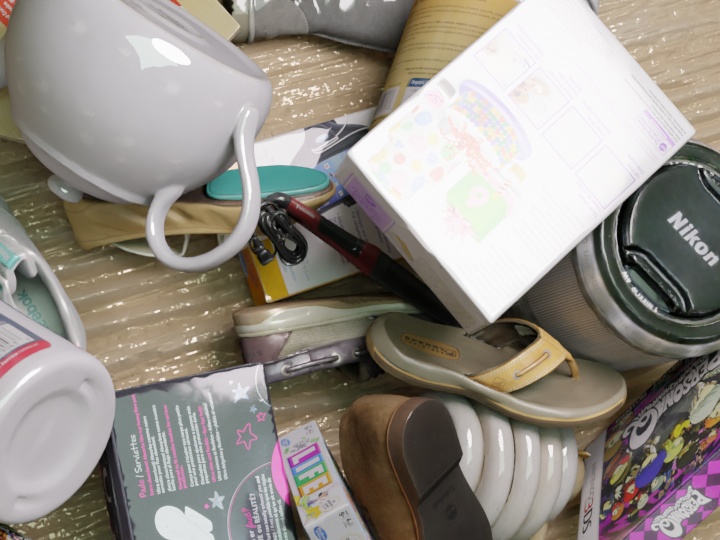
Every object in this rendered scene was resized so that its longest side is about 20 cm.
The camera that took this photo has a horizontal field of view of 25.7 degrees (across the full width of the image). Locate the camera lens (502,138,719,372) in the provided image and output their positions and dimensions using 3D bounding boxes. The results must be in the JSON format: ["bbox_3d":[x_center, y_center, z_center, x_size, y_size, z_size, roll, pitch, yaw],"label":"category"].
[{"bbox_3d":[0.202,-0.007,1.193,0.158,0.200,0.162,3,81,-18],"label":"camera lens"}]

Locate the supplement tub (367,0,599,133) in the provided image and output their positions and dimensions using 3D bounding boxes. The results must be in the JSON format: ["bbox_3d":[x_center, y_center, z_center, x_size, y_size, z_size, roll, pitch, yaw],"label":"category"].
[{"bbox_3d":[0.091,-0.132,1.163,0.144,0.145,0.202,23,77,-14],"label":"supplement tub"}]

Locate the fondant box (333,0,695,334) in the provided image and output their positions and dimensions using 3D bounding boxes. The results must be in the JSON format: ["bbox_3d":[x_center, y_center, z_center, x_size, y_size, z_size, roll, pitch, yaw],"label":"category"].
[{"bbox_3d":[0.103,-0.078,1.051,0.200,0.058,0.145,-41,90,-16],"label":"fondant box"}]

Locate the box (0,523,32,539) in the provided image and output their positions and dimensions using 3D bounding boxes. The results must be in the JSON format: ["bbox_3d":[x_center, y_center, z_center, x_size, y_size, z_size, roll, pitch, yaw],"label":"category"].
[{"bbox_3d":[-0.290,0.243,1.024,0.136,0.038,0.201,33,104,-10],"label":"box"}]

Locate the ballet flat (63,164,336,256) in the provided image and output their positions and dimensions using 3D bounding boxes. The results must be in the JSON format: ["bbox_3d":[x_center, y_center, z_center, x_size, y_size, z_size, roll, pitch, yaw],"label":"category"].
[{"bbox_3d":[-0.115,-0.042,1.146,0.198,0.069,0.064,1,116,6],"label":"ballet flat"}]

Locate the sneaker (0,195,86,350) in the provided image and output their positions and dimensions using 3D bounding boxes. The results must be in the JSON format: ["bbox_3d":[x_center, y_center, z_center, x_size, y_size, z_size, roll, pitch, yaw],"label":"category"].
[{"bbox_3d":[-0.257,-0.013,1.100,0.075,0.088,0.200,-43,96,-18],"label":"sneaker"}]

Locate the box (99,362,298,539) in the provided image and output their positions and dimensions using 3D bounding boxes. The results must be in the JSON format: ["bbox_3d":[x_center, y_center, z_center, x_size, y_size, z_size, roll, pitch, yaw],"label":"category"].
[{"bbox_3d":[-0.114,0.177,1.094,0.114,0.132,0.202,-9,84,-16],"label":"box"}]

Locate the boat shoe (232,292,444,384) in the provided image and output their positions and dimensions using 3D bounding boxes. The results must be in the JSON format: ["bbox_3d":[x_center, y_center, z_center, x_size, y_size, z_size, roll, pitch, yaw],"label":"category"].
[{"bbox_3d":[-0.004,0.051,1.178,0.199,0.072,0.066,-4,92,-35],"label":"boat shoe"}]

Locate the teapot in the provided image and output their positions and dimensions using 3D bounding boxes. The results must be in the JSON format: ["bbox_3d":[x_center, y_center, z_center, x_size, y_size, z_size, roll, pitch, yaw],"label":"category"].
[{"bbox_3d":[-0.163,-0.108,1.067,0.196,0.200,0.147,29,101,-21],"label":"teapot"}]

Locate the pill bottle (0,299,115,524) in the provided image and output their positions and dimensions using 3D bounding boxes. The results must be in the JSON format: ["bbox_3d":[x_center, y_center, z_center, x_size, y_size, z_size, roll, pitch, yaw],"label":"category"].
[{"bbox_3d":[-0.267,0.068,1.026,0.199,0.120,0.120,27,69,31],"label":"pill bottle"}]

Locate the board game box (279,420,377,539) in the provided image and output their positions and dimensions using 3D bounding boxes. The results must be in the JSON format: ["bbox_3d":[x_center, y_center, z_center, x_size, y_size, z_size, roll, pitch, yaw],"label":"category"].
[{"bbox_3d":[0.007,0.217,1.094,0.034,0.135,0.201,-27,112,-2],"label":"board game box"}]

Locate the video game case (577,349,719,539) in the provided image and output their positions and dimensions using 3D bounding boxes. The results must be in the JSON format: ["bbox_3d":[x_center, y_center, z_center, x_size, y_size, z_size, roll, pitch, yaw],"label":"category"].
[{"bbox_3d":[0.234,0.125,1.148,0.036,0.200,0.182,37,27,-8],"label":"video game case"}]

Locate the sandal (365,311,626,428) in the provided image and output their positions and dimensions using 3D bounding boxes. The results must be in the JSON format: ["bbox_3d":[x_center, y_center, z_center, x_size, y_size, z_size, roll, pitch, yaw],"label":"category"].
[{"bbox_3d":[0.103,0.061,1.130,0.198,0.081,0.054,17,119,-9],"label":"sandal"}]

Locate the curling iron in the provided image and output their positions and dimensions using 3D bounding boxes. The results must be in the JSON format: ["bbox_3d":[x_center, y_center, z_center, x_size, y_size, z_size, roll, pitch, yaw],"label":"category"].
[{"bbox_3d":[0.000,0.000,1.132,0.199,0.026,0.050,26,103,-30],"label":"curling iron"}]

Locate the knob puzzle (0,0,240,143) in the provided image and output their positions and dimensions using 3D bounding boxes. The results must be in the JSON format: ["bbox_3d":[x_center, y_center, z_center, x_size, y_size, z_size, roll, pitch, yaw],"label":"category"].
[{"bbox_3d":[-0.219,-0.174,1.167,0.217,0.030,0.222,1,80,-8],"label":"knob puzzle"}]

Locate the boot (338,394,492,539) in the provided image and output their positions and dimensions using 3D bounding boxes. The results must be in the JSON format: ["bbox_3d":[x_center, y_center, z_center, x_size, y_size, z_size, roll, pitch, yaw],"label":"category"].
[{"bbox_3d":[0.039,0.174,1.100,0.073,0.075,0.202,-32,117,-41],"label":"boot"}]

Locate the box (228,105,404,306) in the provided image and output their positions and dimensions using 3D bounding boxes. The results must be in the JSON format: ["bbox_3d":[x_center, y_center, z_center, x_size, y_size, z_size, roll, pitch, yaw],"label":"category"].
[{"bbox_3d":[-0.006,-0.058,1.218,0.198,0.041,0.120,-18,87,-23],"label":"box"}]

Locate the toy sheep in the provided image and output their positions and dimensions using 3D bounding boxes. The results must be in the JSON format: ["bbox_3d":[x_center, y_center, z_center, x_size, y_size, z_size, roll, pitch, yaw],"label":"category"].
[{"bbox_3d":[0.086,0.145,1.170,0.199,0.137,0.139,8,78,-35],"label":"toy sheep"}]

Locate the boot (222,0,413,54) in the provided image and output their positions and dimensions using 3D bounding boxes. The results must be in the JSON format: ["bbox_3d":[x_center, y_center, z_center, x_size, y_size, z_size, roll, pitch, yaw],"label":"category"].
[{"bbox_3d":[-0.010,-0.254,1.230,0.198,0.073,0.184,-3,96,-12],"label":"boot"}]
